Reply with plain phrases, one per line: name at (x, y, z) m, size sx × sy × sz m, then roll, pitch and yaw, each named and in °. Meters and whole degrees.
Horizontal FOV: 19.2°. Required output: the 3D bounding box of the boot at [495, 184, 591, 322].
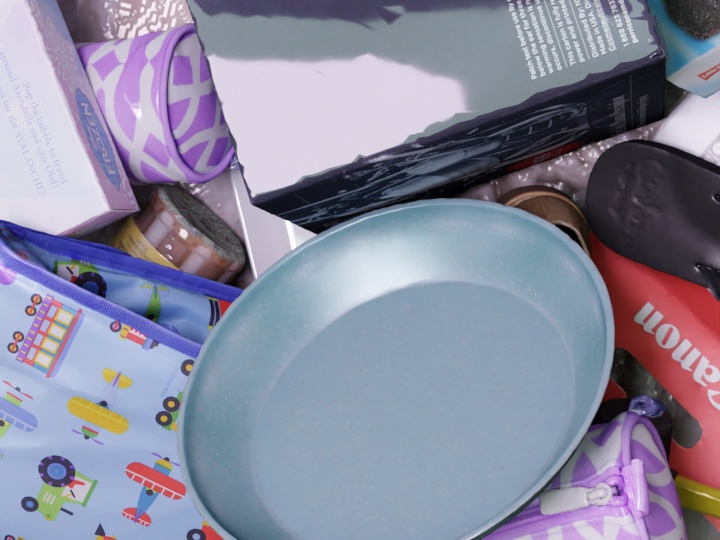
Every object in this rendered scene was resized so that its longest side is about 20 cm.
boot at (0.073, 0.065, 0.997) m, size 0.073 × 0.075 × 0.202 m, roll 5°, pitch 102°, yaw -7°

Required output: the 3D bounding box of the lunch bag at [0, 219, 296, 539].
lunch bag at (-0.130, 0.072, 1.009) m, size 0.199 × 0.094 × 0.151 m, roll 21°, pitch 113°, yaw -23°

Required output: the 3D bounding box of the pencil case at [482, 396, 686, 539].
pencil case at (0.049, 0.125, 0.942) m, size 0.199 × 0.085 × 0.085 m, roll -20°, pitch 79°, yaw 19°

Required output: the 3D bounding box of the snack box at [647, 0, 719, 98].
snack box at (0.164, -0.192, 0.951) m, size 0.116 × 0.037 × 0.202 m, roll -32°, pitch 57°, yaw 31°

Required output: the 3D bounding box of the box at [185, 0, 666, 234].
box at (0.036, -0.097, 0.950) m, size 0.181 × 0.200 × 0.105 m, roll -18°, pitch 84°, yaw 7°

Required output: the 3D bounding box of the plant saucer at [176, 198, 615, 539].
plant saucer at (0.018, 0.055, 0.919) m, size 0.198 × 0.036 × 0.201 m, roll -14°, pitch 45°, yaw 14°

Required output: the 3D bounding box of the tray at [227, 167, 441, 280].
tray at (0.000, 0.000, 1.071) m, size 0.107 × 0.022 × 0.202 m, roll -16°, pitch 84°, yaw 19°

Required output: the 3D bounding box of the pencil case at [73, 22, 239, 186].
pencil case at (-0.155, -0.085, 1.084) m, size 0.198 × 0.084 × 0.086 m, roll 0°, pitch 55°, yaw 25°

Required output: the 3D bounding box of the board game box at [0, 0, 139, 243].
board game box at (-0.233, -0.081, 1.034) m, size 0.198 × 0.043 × 0.202 m, roll -24°, pitch 85°, yaw 17°

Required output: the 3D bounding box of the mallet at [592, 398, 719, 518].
mallet at (0.194, 0.107, 0.979) m, size 0.198 × 0.041 × 0.067 m, roll 9°, pitch 111°, yaw 23°

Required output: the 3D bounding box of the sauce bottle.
sauce bottle at (-0.139, 0.050, 1.098) m, size 0.065 × 0.065 × 0.200 m, roll 43°, pitch 104°, yaw 15°

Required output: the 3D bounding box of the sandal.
sandal at (0.185, -0.005, 0.949) m, size 0.199 × 0.045 × 0.076 m, roll 19°, pitch 109°, yaw 26°

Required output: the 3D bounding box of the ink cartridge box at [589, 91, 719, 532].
ink cartridge box at (0.184, 0.005, 0.994) m, size 0.161 × 0.050 × 0.200 m, roll 45°, pitch 101°, yaw 14°
